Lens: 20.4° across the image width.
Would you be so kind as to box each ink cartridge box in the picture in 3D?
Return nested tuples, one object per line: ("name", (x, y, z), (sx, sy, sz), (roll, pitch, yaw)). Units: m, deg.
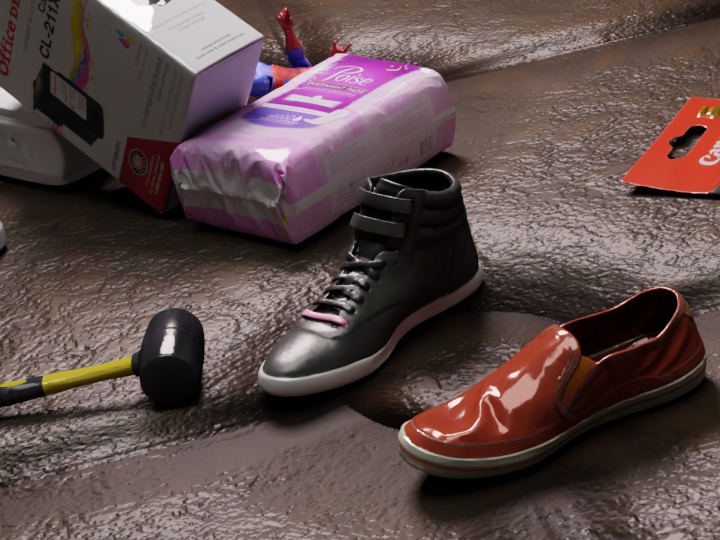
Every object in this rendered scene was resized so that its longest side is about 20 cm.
("ink cartridge box", (-0.186, -0.164, 1.539), (0.200, 0.146, 0.083), (37, 45, 19))
("ink cartridge box", (0.305, -0.106, 1.432), (0.200, 0.047, 0.160), (7, 30, 28))

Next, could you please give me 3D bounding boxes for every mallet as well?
("mallet", (-0.194, 0.076, 1.269), (0.199, 0.041, 0.066), (-16, 28, -1))

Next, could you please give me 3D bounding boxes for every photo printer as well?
("photo printer", (-0.238, -0.146, 1.700), (0.166, 0.070, 0.200), (13, 33, 37))

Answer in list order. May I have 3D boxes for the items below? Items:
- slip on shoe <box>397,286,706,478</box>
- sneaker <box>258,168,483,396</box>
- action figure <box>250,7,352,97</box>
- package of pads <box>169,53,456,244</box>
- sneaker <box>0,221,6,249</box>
("slip on shoe", (0.109, 0.063, 1.145), (0.200, 0.061, 0.074), (-21, 29, -18))
("sneaker", (0.000, 0.000, 1.272), (0.071, 0.099, 0.200), (15, 37, 40))
("action figure", (-0.083, -0.178, 1.632), (0.199, 0.099, 0.065), (10, 40, -16))
("package of pads", (-0.033, -0.094, 1.508), (0.120, 0.076, 0.200), (15, 36, 38))
("sneaker", (-0.363, -0.022, 1.477), (0.200, 0.085, 0.073), (-29, 33, -31))
